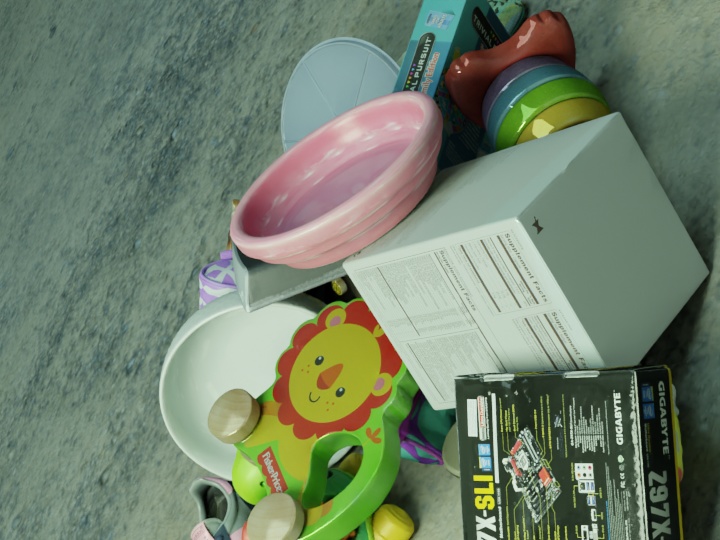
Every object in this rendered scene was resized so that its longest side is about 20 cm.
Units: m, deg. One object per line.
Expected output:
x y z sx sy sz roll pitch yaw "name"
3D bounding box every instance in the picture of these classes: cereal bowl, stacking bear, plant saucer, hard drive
-0.087 0.099 1.361 0.200 0.200 0.083 -47 18 21 "cereal bowl"
0.173 -0.108 1.230 0.121 0.114 0.200 -29 48 1 "stacking bear"
-0.013 -0.069 1.186 0.200 0.051 0.201 -28 25 14 "plant saucer"
-0.057 -0.028 1.326 0.134 0.042 0.200 -21 18 1 "hard drive"

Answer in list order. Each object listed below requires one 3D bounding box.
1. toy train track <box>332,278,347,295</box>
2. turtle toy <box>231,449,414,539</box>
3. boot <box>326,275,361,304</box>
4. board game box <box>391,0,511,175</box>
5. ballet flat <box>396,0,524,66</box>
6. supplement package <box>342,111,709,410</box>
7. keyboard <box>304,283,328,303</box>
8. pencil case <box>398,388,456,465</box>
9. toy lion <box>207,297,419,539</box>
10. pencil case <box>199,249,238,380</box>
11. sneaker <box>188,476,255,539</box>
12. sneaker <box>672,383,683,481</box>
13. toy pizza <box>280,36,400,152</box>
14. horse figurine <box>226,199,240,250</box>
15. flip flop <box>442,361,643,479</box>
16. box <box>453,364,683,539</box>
0.000 0.000 1.305 0.114 0.033 0.200 -33 19 -24 "toy train track"
-0.051 0.222 1.276 0.146 0.101 0.200 -53 37 12 "turtle toy"
0.001 0.016 1.425 0.146 0.070 0.201 -32 46 52 "boot"
0.085 -0.146 1.338 0.047 0.151 0.201 7 69 31 "board game box"
0.083 -0.217 1.484 0.200 0.074 0.074 -47 33 20 "ballet flat"
0.126 -0.001 1.117 0.200 0.151 0.152 -14 23 51 "supplement package"
-0.062 0.046 1.489 0.200 0.039 0.105 156 129 -70 "keyboard"
0.065 0.068 1.257 0.092 0.085 0.201 68 -139 -72 "pencil case"
-0.024 0.123 1.201 0.191 0.069 0.200 -37 43 9 "toy lion"
-0.125 0.081 1.447 0.085 0.084 0.201 -138 47 -58 "pencil case"
-0.125 0.280 1.365 0.070 0.082 0.200 -46 34 21 "sneaker"
0.157 0.161 1.065 0.200 0.078 0.091 -42 45 33 "sneaker"
-0.005 -0.143 1.499 0.200 0.032 0.201 13 110 39 "toy pizza"
-0.115 0.008 1.532 0.200 0.050 0.133 -134 49 -65 "horse figurine"
0.137 0.110 1.148 0.200 0.057 0.081 -28 44 42 "flip flop"
0.144 0.169 1.004 0.159 0.049 0.201 -8 84 45 "box"
